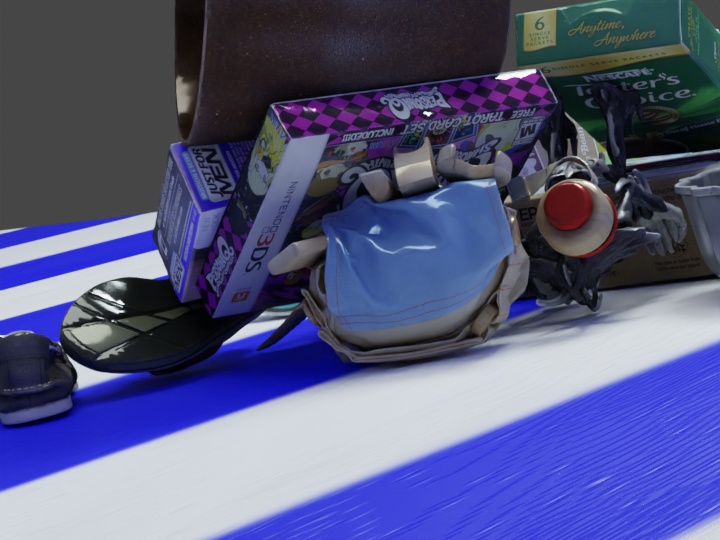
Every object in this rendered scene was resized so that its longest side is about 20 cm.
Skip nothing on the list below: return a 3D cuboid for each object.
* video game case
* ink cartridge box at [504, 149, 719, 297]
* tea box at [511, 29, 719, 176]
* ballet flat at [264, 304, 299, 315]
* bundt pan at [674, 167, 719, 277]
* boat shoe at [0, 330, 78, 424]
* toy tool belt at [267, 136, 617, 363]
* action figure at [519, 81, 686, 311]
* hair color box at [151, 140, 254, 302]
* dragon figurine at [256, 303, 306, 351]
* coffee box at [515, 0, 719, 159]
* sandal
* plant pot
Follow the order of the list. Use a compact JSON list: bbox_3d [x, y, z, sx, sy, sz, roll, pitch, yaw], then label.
[{"bbox_3d":[0.009,-0.050,1.663,0.200,0.036,0.181,-9,-34,-30],"label":"video game case"},{"bbox_3d":[0.212,-0.038,1.836,0.200,0.075,0.165,-8,7,30],"label":"ink cartridge box"},{"bbox_3d":[0.174,-0.099,2.088,0.196,0.134,0.200,-15,-2,-38],"label":"tea box"},{"bbox_3d":[-0.026,0.003,1.971,0.200,0.070,0.069,-2,9,28],"label":"ballet flat"},{"bbox_3d":[0.302,-0.035,1.627,0.201,0.076,0.202,-10,5,1],"label":"bundt pan"},{"bbox_3d":[-0.222,0.060,1.709,0.067,0.057,0.200,-11,6,-10],"label":"boat shoe"},{"bbox_3d":[0.052,-0.019,1.579,0.200,0.125,0.123,-22,-27,11],"label":"toy tool belt"},{"bbox_3d":[0.152,-0.032,1.695,0.119,0.102,0.200,-17,41,25],"label":"action figure"},{"bbox_3d":[-0.033,-0.052,1.728,0.200,0.065,0.109,-13,-29,-20],"label":"hair color box"},{"bbox_3d":[0.000,0.000,1.837,0.059,0.100,0.200,1,51,32],"label":"dragon figurine"},{"bbox_3d":[0.197,-0.131,1.782,0.123,0.044,0.200,-5,-19,24],"label":"coffee box"},{"bbox_3d":[-0.128,0.041,1.747,0.080,0.057,0.201,36,26,21],"label":"sandal"},{"bbox_3d":[-0.011,-0.168,1.648,0.199,0.187,0.187,2,3,-10],"label":"plant pot"}]
